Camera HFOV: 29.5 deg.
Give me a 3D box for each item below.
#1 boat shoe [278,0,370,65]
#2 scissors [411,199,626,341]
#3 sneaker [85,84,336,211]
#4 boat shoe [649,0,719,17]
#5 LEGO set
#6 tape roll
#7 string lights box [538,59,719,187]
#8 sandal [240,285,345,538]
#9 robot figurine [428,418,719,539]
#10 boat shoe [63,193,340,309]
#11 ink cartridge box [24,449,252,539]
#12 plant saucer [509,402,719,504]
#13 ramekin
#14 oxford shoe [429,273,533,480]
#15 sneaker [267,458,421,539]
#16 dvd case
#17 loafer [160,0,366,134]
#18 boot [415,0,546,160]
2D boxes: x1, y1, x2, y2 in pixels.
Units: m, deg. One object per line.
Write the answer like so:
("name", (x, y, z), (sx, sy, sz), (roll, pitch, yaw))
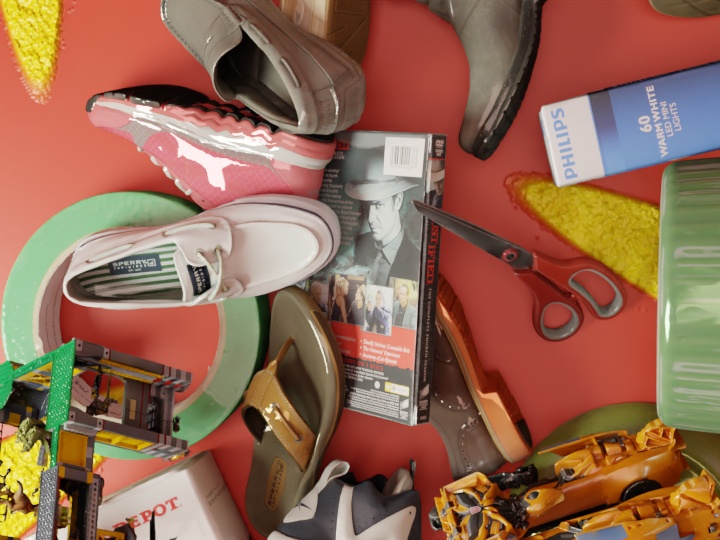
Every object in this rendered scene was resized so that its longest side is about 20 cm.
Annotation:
("boat shoe", (-0.028, -0.242, 0.988), (0.069, 0.074, 0.201), (11, 94, 33))
("scissors", (0.117, -0.012, 0.960), (0.073, 0.014, 0.200), (-34, 129, 18))
("sneaker", (-0.118, -0.081, 1.000), (0.199, 0.074, 0.087), (16, 107, 18))
("boat shoe", (0.293, -0.241, 0.960), (0.199, 0.072, 0.068), (-22, 58, 15))
("LEGO set", (-0.187, 0.145, 0.959), (0.154, 0.115, 0.201), (-33, 50, 38))
("tape roll", (-0.170, 0.040, 1.037), (0.199, 0.048, 0.202), (0, 94, 6))
("string lights box", (0.227, -0.110, 0.952), (0.199, 0.103, 0.059), (-14, 93, 8))
("sandal", (-0.060, 0.111, 0.999), (0.080, 0.054, 0.201), (31, 117, 42))
("robot figurine", (0.138, 0.167, 0.940), (0.199, 0.145, 0.059), (-16, 119, -1))
("boat shoe", (-0.112, -0.001, 0.963), (0.199, 0.067, 0.074), (-12, 113, 13))
("ink cartridge box", (-0.142, 0.257, 1.031), (0.145, 0.084, 0.201), (-25, 90, 8))
("plant saucer", (0.206, 0.200, 1.015), (0.198, 0.031, 0.202), (1, 95, 6))
("ramekin", (0.250, 0.017, 0.917), (0.097, 0.200, 0.202), (1, 94, 13))
("oxford shoe", (0.050, 0.063, 1.004), (0.073, 0.071, 0.201), (-28, 90, 13))
("sneaker", (0.033, 0.211, 1.009), (0.198, 0.079, 0.130), (31, 80, -11))
("dvd case", (0.000, 0.000, 0.984), (0.146, 0.022, 0.202), (7, 97, 47))
("loafer", (-0.082, -0.154, 0.967), (0.200, 0.070, 0.070), (33, 133, 34))
("boot", (0.069, -0.189, 0.991), (0.130, 0.068, 0.201), (17, 88, 10))
